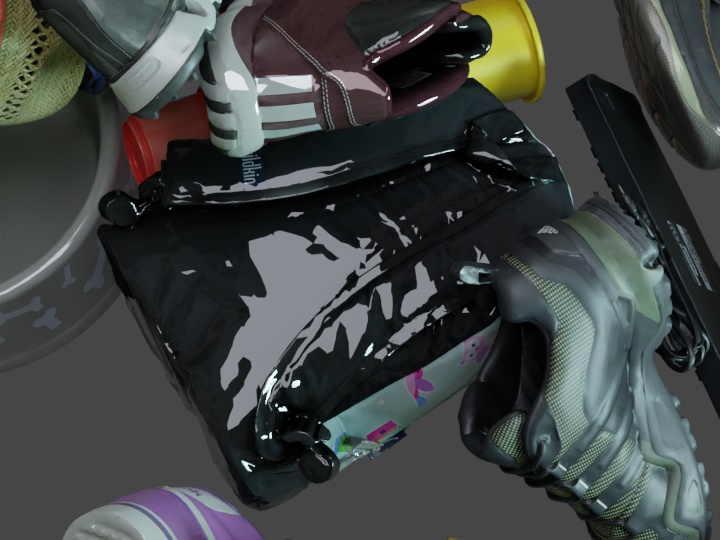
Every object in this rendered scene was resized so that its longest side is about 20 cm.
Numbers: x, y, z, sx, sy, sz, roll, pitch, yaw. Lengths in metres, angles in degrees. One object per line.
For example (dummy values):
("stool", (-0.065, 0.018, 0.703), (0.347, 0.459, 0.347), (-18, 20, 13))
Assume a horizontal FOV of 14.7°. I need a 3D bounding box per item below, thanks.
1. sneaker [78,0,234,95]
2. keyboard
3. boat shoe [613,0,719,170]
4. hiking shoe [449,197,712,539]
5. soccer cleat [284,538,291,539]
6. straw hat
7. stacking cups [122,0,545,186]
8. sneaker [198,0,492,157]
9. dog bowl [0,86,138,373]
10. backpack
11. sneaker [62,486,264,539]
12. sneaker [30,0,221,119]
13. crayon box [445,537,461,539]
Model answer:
("sneaker", (-0.063, -0.137, 1.331), (0.078, 0.075, 0.200), (48, 55, 5))
("keyboard", (0.135, 0.000, 1.289), (0.040, 0.104, 0.201), (-32, 67, 19))
("boat shoe", (0.156, -0.146, 1.349), (0.073, 0.075, 0.201), (-16, 70, -3))
("hiking shoe", (0.090, 0.071, 1.226), (0.100, 0.076, 0.201), (-19, 110, -16))
("soccer cleat", (0.031, 0.168, 1.158), (0.199, 0.081, 0.068), (16, 55, 23))
("straw hat", (-0.168, -0.105, 1.254), (0.085, 0.201, 0.202), (6, 66, -28))
("stacking cups", (-0.014, -0.081, 1.325), (0.199, 0.061, 0.061), (-17, 69, -12))
("sneaker", (0.006, -0.114, 1.238), (0.115, 0.076, 0.200), (-1, 37, 15))
("dog bowl", (-0.198, -0.050, 1.337), (0.199, 0.059, 0.201), (-1, 68, 2))
("backpack", (0.000, 0.000, 1.273), (0.199, 0.127, 0.167), (-29, 78, -9))
("sneaker", (-0.053, 0.188, 1.222), (0.072, 0.114, 0.201), (-18, 87, 26))
("sneaker", (-0.097, -0.152, 1.204), (0.090, 0.066, 0.200), (37, 33, -19))
("crayon box", (0.086, 0.194, 1.209), (0.199, 0.051, 0.128), (15, 97, 7))
